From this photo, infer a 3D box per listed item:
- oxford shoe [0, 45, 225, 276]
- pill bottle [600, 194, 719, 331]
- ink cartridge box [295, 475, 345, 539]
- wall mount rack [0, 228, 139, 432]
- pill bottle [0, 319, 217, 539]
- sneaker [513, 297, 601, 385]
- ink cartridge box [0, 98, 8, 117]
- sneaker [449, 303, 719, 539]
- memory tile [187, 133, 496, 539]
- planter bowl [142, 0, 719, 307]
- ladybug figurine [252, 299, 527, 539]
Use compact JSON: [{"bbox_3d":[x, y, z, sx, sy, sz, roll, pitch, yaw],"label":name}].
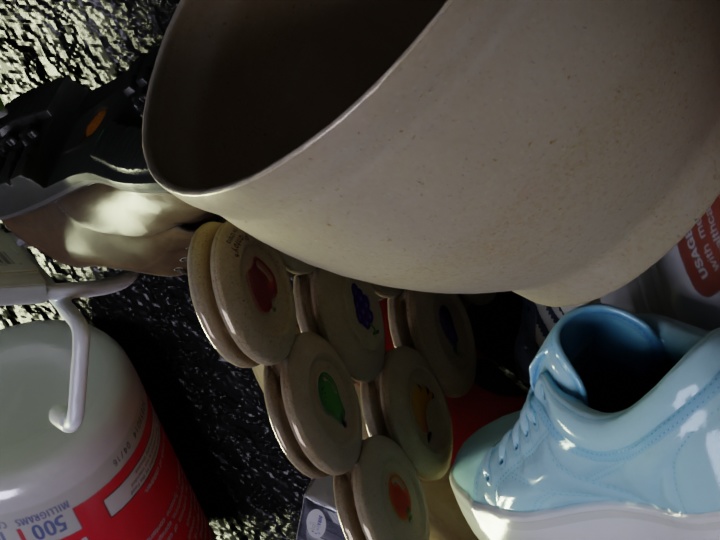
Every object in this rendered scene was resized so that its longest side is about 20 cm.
[{"bbox_3d":[-0.072,-0.040,1.141,0.084,0.073,0.200,42,152,-28],"label":"oxford shoe"},{"bbox_3d":[0.166,-0.024,0.939,0.112,0.112,0.200,39,144,-9],"label":"pill bottle"},{"bbox_3d":[0.064,0.157,1.286,0.200,0.039,0.100,24,142,11],"label":"ink cartridge box"},{"bbox_3d":[-0.202,0.019,1.228,0.174,0.200,0.075,-140,52,-57],"label":"wall mount rack"},{"bbox_3d":[-0.126,0.128,1.331,0.112,0.112,0.200,7,137,31],"label":"pill bottle"},{"bbox_3d":[0.083,0.005,1.072,0.084,0.075,0.200,9,133,47],"label":"sneaker"},{"bbox_3d":[-0.201,-0.069,1.115,0.200,0.148,0.076,-15,101,46],"label":"ink cartridge box"},{"bbox_3d":[0.083,0.045,0.950,0.200,0.074,0.082,-10,112,59],"label":"sneaker"},{"bbox_3d":[0.000,0.000,1.022,0.017,0.200,0.153,-17,121,24],"label":"memory tile"},{"bbox_3d":[0.044,-0.072,0.918,0.135,0.201,0.200,36,146,-26],"label":"planter bowl"},{"bbox_3d":[0.036,0.070,1.134,0.200,0.072,0.136,42,179,36],"label":"ladybug figurine"}]
